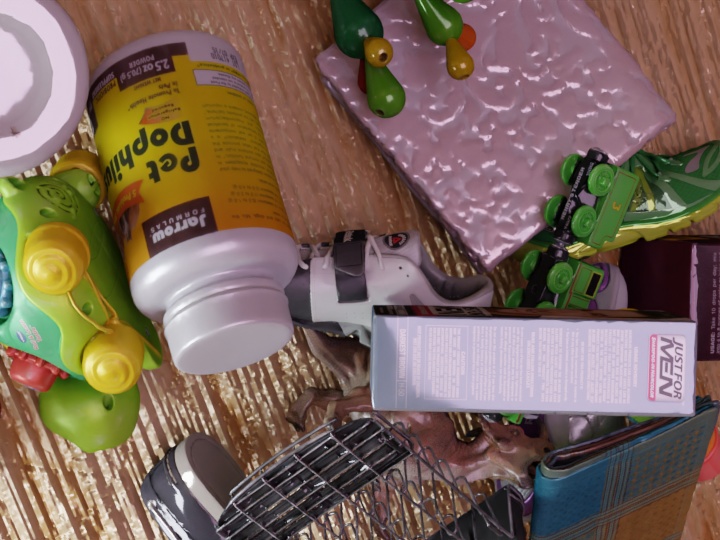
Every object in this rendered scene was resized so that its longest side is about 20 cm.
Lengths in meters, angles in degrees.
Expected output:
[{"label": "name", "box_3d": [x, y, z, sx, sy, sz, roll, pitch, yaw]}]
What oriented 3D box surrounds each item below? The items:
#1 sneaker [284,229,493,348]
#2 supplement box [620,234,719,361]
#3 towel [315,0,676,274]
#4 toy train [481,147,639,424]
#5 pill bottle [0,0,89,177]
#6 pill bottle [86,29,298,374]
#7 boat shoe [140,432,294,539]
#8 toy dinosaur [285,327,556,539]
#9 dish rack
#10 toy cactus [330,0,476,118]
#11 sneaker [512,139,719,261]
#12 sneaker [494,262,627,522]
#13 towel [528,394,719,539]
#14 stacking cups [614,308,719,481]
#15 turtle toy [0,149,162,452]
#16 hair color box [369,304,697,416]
[{"label": "sneaker", "box_3d": [0.000, 0.000, 0.959, 0.197, 0.074, 0.089, 19, 117, -15]}, {"label": "supplement box", "box_3d": [0.309, 0.017, 1.059, 0.197, 0.110, 0.087, -1, 95, -18]}, {"label": "towel", "box_3d": [0.096, -0.129, 0.992, 0.190, 0.032, 0.201, -39, 87, -10]}, {"label": "toy train", "box_3d": [0.136, 0.014, 0.961, 0.056, 0.042, 0.203, 17, 98, -38]}, {"label": "pill bottle", "box_3d": [-0.225, -0.111, 0.827, 0.108, 0.200, 0.111, -1, 95, -17]}, {"label": "pill bottle", "box_3d": [-0.104, -0.042, 0.881, 0.108, 0.110, 0.202, -11, 68, -16]}, {"label": "boat shoe", "box_3d": [-0.081, 0.210, 0.963, 0.062, 0.073, 0.201, -33, 91, 22]}, {"label": "toy dinosaur", "box_3d": [0.035, 0.098, 0.996, 0.135, 0.086, 0.201, -39, 88, -22]}, {"label": "dish rack", "box_3d": [0.007, 0.165, 0.915, 0.153, 0.055, 0.200, -37, 125, 16]}, {"label": "toy cactus", "box_3d": [0.010, -0.211, 0.940, 0.163, 0.102, 0.203, 13, 106, 21]}, {"label": "sneaker", "box_3d": [0.198, -0.065, 1.035, 0.197, 0.074, 0.085, -18, 104, -15]}, {"label": "sneaker", "box_3d": [0.163, 0.095, 1.051, 0.099, 0.074, 0.203, 21, 86, -41]}, {"label": "towel", "box_3d": [0.184, 0.181, 1.020, 0.145, 0.022, 0.202, -18, 138, -17]}, {"label": "stacking cups", "box_3d": [0.222, 0.105, 1.025, 0.061, 0.060, 0.200, -49, 136, -8]}, {"label": "turtle toy", "box_3d": [-0.189, 0.028, 0.894, 0.100, 0.146, 0.202, -20, 117, 7]}, {"label": "hair color box", "box_3d": [0.105, 0.055, 0.883, 0.197, 0.099, 0.062, 2, 93, 0]}]
